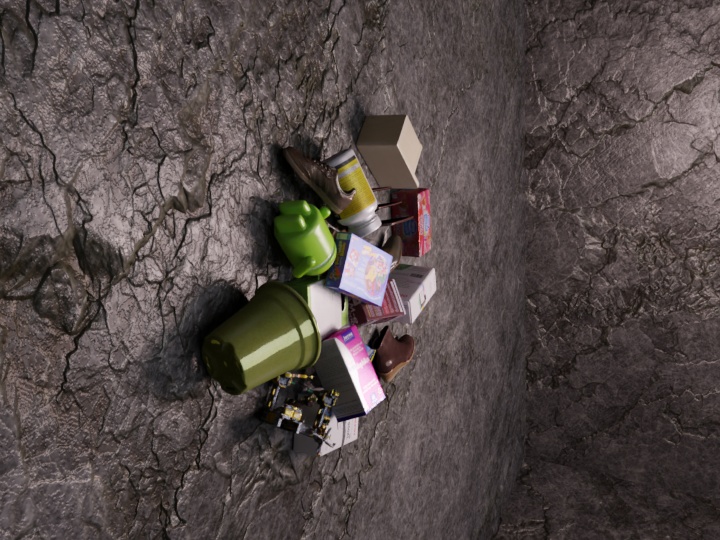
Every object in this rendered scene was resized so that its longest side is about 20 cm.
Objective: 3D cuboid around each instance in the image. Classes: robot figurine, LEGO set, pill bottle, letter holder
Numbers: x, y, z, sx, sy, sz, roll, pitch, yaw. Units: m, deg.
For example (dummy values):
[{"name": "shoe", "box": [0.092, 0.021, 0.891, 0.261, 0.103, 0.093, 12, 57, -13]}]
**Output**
[{"name": "robot figurine", "box": [-0.125, -0.071, 1.500, 0.201, 0.114, 0.178, 64, 29, -46]}, {"name": "LEGO set", "box": [-0.127, 0.316, 1.500, 0.199, 0.115, 0.156, 36, 68, -24]}, {"name": "pill bottle", "box": [-0.027, -0.185, 1.610, 0.112, 0.111, 0.202, -44, 112, -51]}, {"name": "letter holder", "box": [0.053, -0.172, 1.759, 0.200, 0.140, 0.103, -25, 109, -66]}]

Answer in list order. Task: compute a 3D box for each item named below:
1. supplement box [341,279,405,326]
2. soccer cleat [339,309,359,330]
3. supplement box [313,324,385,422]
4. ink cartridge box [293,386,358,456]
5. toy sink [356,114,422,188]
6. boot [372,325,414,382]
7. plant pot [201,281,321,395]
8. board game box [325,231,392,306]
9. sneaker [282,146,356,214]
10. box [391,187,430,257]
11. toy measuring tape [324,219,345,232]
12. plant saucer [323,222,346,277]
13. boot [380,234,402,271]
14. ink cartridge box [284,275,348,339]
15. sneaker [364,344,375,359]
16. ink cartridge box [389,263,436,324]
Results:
[{"name": "supplement box", "box": [0.036, 0.088, 1.785, 0.199, 0.060, 0.111, -2, 70, -56]}, {"name": "soccer cleat", "box": [-0.056, 0.160, 1.745, 0.087, 0.069, 0.201, 56, 43, -29]}, {"name": "supplement box", "box": [-0.035, 0.253, 1.617, 0.101, 0.102, 0.203, -27, 93, -54]}, {"name": "ink cartridge box", "box": [-0.084, 0.381, 1.699, 0.199, 0.083, 0.148, 0, 94, -62]}, {"name": "toy sink", "box": [0.093, -0.337, 1.856, 0.200, 0.128, 0.114, 52, 50, -52]}, {"name": "boot", "box": [0.106, 0.232, 2.047, 0.201, 0.071, 0.168, -54, 142, -39]}, {"name": "plant pot", "box": [-0.212, 0.149, 1.326, 0.183, 0.198, 0.204, -30, 122, -44]}, {"name": "board game box", "box": [0.000, 0.000, 1.625, 0.199, 0.044, 0.137, 27, 74, -54]}, {"name": "sneaker", "box": [-0.093, -0.224, 1.508, 0.200, 0.075, 0.071, 45, 8, -25]}, {"name": "box", "box": [0.160, -0.152, 2.054, 0.099, 0.094, 0.204, -30, 121, -58]}, {"name": "toy measuring tape", "box": [-0.051, -0.061, 1.649, 0.199, 0.073, 0.075, 32, 67, -49]}, {"name": "plant saucer", "box": [-0.041, -0.034, 1.763, 0.199, 0.029, 0.204, -23, 116, -60]}, {"name": "boot", "box": [0.066, -0.046, 1.918, 0.202, 0.074, 0.097, -65, 150, -29]}, {"name": "ink cartridge box", "box": [-0.106, 0.085, 1.613, 0.199, 0.074, 0.151, -24, 116, -61]}, {"name": "sneaker", "box": [-0.037, 0.250, 1.775, 0.199, 0.082, 0.075, -24, 145, -59]}, {"name": "ink cartridge box", "box": [0.126, 0.066, 1.976, 0.200, 0.142, 0.085, -47, 136, -49]}]
